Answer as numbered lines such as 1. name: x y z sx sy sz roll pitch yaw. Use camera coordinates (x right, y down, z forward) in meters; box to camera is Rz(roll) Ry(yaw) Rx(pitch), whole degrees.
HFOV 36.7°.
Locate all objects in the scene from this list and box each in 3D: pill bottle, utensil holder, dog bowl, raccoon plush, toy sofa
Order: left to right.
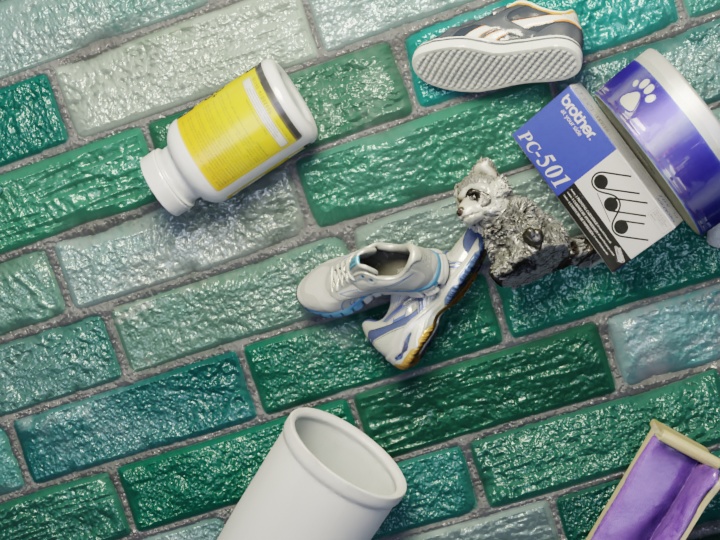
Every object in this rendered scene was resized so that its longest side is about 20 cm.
1. pill bottle: -0.157 -0.151 1.284 0.199 0.112 0.113 -32 96 9
2. utensil holder: -0.064 0.300 1.324 0.169 0.170 0.201 32 102 -1
3. raccoon plush: 0.190 -0.056 1.282 0.097 0.199 0.135 -39 62 30
4. toy sofa: 0.351 0.293 1.323 0.082 0.098 0.202 28 101 -1
5. dog bowl: 0.347 -0.141 1.199 0.078 0.200 0.201 -36 95 12

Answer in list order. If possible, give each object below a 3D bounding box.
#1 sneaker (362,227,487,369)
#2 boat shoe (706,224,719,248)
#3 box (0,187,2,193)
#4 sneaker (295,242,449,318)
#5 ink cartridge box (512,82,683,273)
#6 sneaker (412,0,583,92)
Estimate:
1. sneaker: 0.078 0.018 1.314 0.088 0.075 0.201 36 92 16
2. boat shoe: 0.505 -0.042 1.273 0.197 0.072 0.069 5 121 -3
3. box: -0.539 -0.042 1.366 0.082 0.049 0.201 35 100 -1
4. sneaker: 0.000 0.000 1.285 0.198 0.086 0.076 -16 65 27
5. ink cartridge box: 0.273 -0.108 1.258 0.094 0.044 0.201 -39 83 32
6. sneaker: 0.161 -0.260 1.261 0.197 0.079 0.080 1 56 18
